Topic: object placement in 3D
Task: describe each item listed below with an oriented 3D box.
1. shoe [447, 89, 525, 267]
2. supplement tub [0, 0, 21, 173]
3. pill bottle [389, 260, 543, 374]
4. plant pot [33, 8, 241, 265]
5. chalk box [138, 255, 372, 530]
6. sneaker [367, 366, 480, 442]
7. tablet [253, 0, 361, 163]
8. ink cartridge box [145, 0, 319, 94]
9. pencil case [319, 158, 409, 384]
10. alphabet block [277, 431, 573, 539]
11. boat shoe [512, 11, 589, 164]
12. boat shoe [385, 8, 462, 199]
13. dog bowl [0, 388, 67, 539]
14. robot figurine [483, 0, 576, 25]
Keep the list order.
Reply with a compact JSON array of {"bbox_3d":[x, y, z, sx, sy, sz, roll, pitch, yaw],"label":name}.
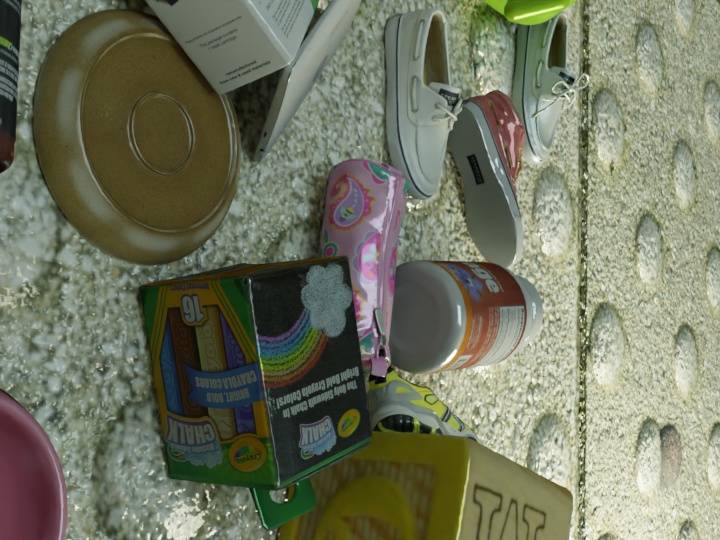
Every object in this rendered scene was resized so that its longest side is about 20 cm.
[{"bbox_3d":[0.165,-0.110,1.111,0.091,0.071,0.202,-28,104,-43],"label":"shoe"},{"bbox_3d":[-0.257,-0.161,0.561,0.106,0.106,0.203,8,80,-50],"label":"supplement tub"},{"bbox_3d":[0.111,0.046,0.997,0.199,0.111,0.114,0,86,-52],"label":"pill bottle"},{"bbox_3d":[-0.161,-0.106,0.738,0.199,0.027,0.203,6,82,-50],"label":"plant pot"},{"bbox_3d":[-0.078,0.098,0.748,0.124,0.123,0.203,-12,97,-52],"label":"chalk box"},{"bbox_3d":[0.071,0.155,0.969,0.200,0.075,0.077,44,27,-53],"label":"sneaker"},{"bbox_3d":[-0.036,-0.197,0.842,0.014,0.130,0.201,29,56,-2],"label":"tablet"},{"bbox_3d":[-0.120,-0.268,0.740,0.200,0.083,0.146,52,38,-33],"label":"ink cartridge box"},{"bbox_3d":[0.000,0.000,0.885,0.087,0.087,0.202,22,69,-48],"label":"pencil case"},{"bbox_3d":[0.056,0.265,0.847,0.199,0.194,0.199,33,60,-46],"label":"alphabet block"},{"bbox_3d":[0.251,-0.240,1.221,0.074,0.085,0.205,20,71,-49],"label":"boat shoe"},{"bbox_3d":[0.073,-0.178,1.004,0.071,0.069,0.203,2,85,-51],"label":"boat shoe"},{"bbox_3d":[-0.261,0.149,0.551,0.199,0.073,0.203,8,80,-51],"label":"dog bowl"},{"bbox_3d":[0.185,-0.369,1.126,0.199,0.115,0.177,17,57,-48],"label":"robot figurine"}]
